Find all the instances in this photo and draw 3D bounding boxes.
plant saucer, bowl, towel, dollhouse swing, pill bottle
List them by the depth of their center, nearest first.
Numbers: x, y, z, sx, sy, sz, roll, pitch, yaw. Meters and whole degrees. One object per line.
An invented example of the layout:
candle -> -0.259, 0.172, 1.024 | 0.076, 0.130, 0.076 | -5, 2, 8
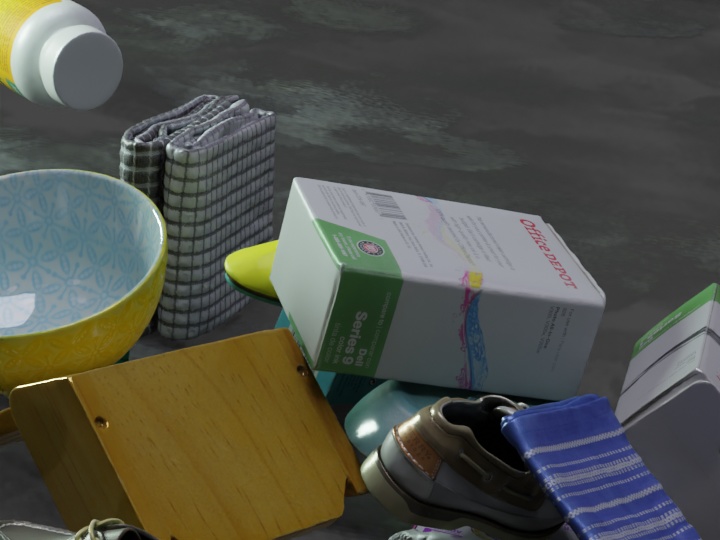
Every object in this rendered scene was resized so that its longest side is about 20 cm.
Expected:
towel -> 0.170, 0.158, 1.465 | 0.200, 0.024, 0.145 | 53, 22, 16
dollhouse swing -> -0.143, 0.136, 1.637 | 0.199, 0.176, 0.183 | -12, 68, -48
plant saucer -> 0.089, 0.107, 1.676 | 0.198, 0.036, 0.200 | 10, 17, -3
bowl -> -0.226, 0.029, 1.715 | 0.198, 0.108, 0.201 | -4, 35, 3
towel -> -0.137, -0.048, 1.995 | 0.085, 0.167, 0.200 | 7, 17, 16
pill bottle -> -0.331, -0.234, 2.561 | 0.112, 0.114, 0.200 | -5, 22, -36

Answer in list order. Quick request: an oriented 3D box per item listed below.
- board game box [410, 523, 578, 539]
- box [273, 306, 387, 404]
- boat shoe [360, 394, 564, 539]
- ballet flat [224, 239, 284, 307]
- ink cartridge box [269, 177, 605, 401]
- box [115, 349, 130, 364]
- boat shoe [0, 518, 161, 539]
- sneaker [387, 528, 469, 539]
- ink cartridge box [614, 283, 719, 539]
board game box -> 0.123, 0.173, 1.628 | 0.152, 0.041, 0.200 | 12, 18, 13
box -> 0.035, 0.058, 1.866 | 0.199, 0.049, 0.082 | 1, 34, -41
boat shoe -> 0.087, 0.119, 1.505 | 0.199, 0.068, 0.075 | 6, 39, -54
ballet flat -> 0.000, 0.000, 1.807 | 0.199, 0.067, 0.067 | 15, 30, -19
ink cartridge box -> 0.052, 0.014, 1.713 | 0.199, 0.088, 0.145 | 6, 24, -19
box -> -0.282, 0.031, 1.880 | 0.117, 0.049, 0.199 | -12, 29, -44
boat shoe -> -0.139, 0.180, 1.458 | 0.201, 0.061, 0.072 | 17, 20, 25
sneaker -> 0.112, 0.206, 1.482 | 0.199, 0.076, 0.113 | 22, 17, 34
ink cartridge box -> 0.251, 0.113, 1.688 | 0.146, 0.084, 0.200 | 52, 20, -5
